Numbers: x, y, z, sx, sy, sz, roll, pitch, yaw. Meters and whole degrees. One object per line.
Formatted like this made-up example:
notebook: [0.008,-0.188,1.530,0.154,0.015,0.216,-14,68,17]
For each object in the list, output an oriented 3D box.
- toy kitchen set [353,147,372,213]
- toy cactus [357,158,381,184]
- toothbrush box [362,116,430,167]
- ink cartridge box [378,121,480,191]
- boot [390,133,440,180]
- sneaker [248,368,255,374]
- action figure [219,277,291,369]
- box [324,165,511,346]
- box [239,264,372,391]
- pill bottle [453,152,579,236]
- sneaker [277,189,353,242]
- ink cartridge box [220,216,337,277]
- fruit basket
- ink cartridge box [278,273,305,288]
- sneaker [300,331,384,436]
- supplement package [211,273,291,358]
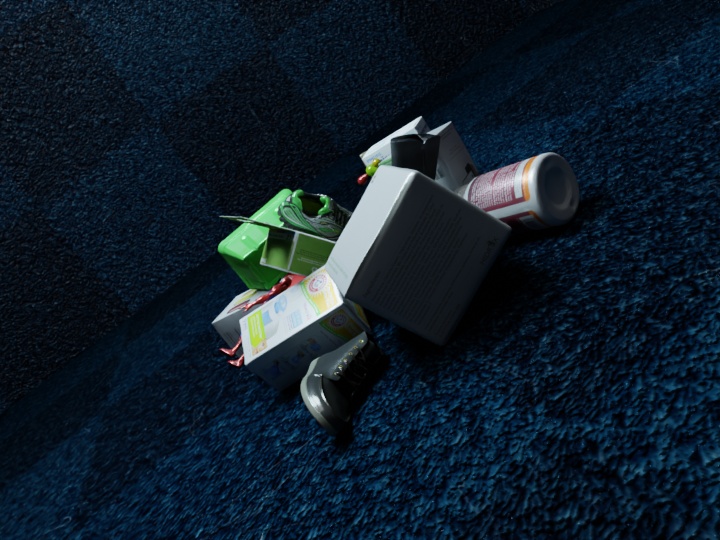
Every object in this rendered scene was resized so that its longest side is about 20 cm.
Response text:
toy kitchen set: [-0.006,-0.198,1.631,0.200,0.181,0.163,-30,16,5]
toy cactus: [0.092,-0.194,1.313,0.165,0.102,0.200,-52,50,7]
toothbrush box: [0.124,-0.221,1.403,0.146,0.200,0.085,-25,19,29]
ink cartridge box: [0.150,-0.156,1.175,0.146,0.200,0.084,-16,22,48]
boot: [0.065,-0.127,1.058,0.066,0.201,0.165,27,36,36]
sneaker: [-0.138,0.121,1.209,0.200,0.077,0.082,-34,10,2]
action figure: [-0.189,0.088,1.164,0.052,0.066,0.200,15,55,34]
box: [0.075,-0.031,0.921,0.200,0.171,0.199,-60,16,5]
box: [-0.096,0.098,1.071,0.200,0.101,0.113,-32,42,11]
pill bottle: [0.244,-0.113,1.018,0.114,0.114,0.200,-46,20,-31]
sneaker: [-0.058,-0.098,1.210,0.085,0.199,0.078,-38,42,57]
ink cartridge box: [-0.151,-0.040,1.118,0.148,0.199,0.076,12,88,62]
fruit basket: [-0.193,-0.061,1.334,0.215,0.156,0.216,-25,32,17]
ink cartridge box: [-0.054,-0.011,1.279,0.176,0.045,0.200,13,34,12]
sneaker: [-0.021,0.149,0.881,0.106,0.075,0.200,-36,15,8]
supplement package: [-0.199,0.094,1.332,0.200,0.110,0.114,-25,18,32]
